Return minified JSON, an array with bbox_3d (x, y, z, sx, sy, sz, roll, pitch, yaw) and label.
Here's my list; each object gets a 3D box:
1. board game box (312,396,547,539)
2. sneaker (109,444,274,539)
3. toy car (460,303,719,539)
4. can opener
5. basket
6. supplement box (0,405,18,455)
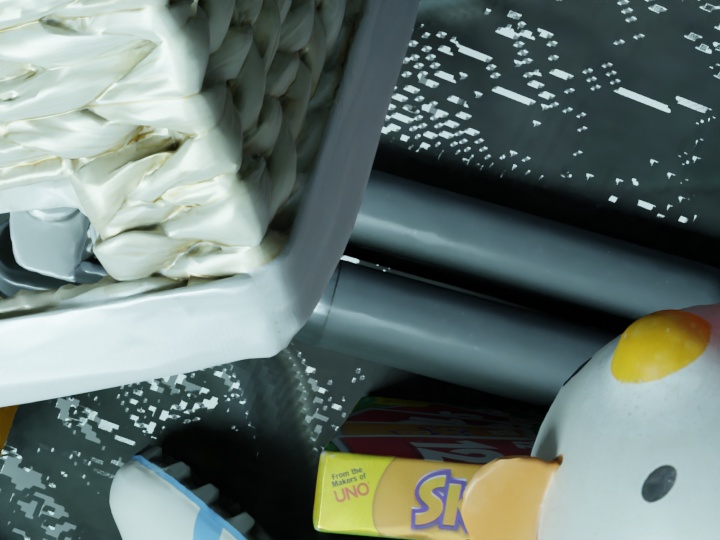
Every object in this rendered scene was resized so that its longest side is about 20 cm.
[{"bbox_3d":[0.092,0.060,0.795,0.199,0.096,0.030,7,97,5],"label":"board game box"},{"bbox_3d":[-0.022,0.144,0.855,0.072,0.072,0.200,-31,93,-12],"label":"sneaker"},{"bbox_3d":[0.099,0.028,0.665,0.200,0.184,0.177,-29,123,-5],"label":"toy car"},{"bbox_3d":[0.000,0.000,0.799,0.200,0.053,0.066,14,163,1],"label":"can opener"},{"bbox_3d":[-0.073,-0.073,0.657,0.135,0.200,0.124,-10,119,17],"label":"basket"},{"bbox_3d":[-0.216,0.042,0.845,0.200,0.074,0.126,-19,122,23],"label":"supplement box"}]
